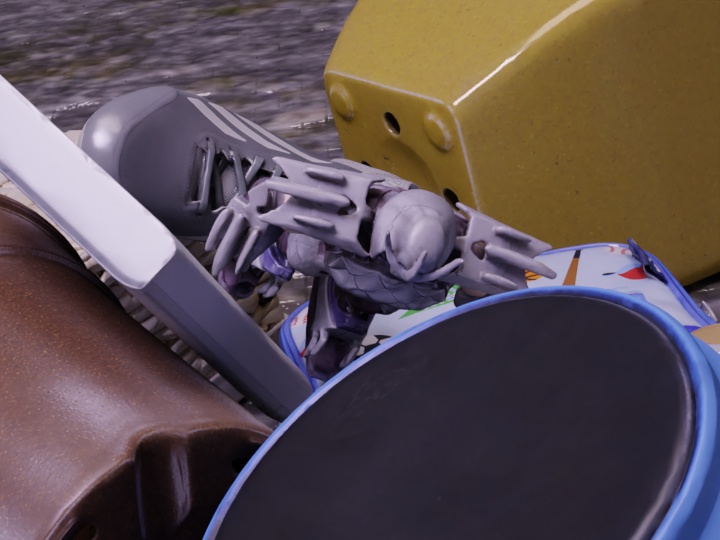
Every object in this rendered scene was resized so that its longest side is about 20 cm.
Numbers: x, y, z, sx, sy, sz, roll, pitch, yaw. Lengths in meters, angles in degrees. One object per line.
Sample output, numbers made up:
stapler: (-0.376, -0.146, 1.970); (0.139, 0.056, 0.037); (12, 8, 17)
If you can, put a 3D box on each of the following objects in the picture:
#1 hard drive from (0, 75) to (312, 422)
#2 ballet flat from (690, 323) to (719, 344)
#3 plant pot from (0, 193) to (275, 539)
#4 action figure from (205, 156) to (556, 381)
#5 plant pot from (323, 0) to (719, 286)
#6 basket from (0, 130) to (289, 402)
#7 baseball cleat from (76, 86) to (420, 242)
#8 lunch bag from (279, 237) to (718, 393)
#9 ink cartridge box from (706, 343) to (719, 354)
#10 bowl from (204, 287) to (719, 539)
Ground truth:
hard drive: (-0.093, -0.011, 0.930); (0.132, 0.200, 0.027); (41, 85, 21)
ballet flat: (0.197, 0.046, 0.998); (0.200, 0.069, 0.063); (10, 59, -9)
plant pot: (-0.128, 0.093, 0.915); (0.200, 0.200, 0.198); (-23, 34, -32)
action figure: (0.000, 0.000, 0.938); (0.130, 0.069, 0.200); (29, -10, -12)
plant pot: (0.098, -0.087, 1.259); (0.200, 0.196, 0.194); (-29, 29, -27)
basket: (-0.142, 0.019, 1.163); (0.136, 0.123, 0.200); (6, 25, 29)
baseball cleat: (-0.038, -0.040, 1.099); (0.106, 0.070, 0.200); (7, -2, 36)
lunch bag: (0.070, 0.053, 1.073); (0.200, 0.076, 0.160); (-12, 24, -6)
ink cartridge box: (0.139, 0.084, 0.869); (0.200, 0.083, 0.146); (4, -16, 30)
bowl: (0.033, 0.083, 0.758); (0.201, 0.039, 0.201); (-25, 32, 17)
